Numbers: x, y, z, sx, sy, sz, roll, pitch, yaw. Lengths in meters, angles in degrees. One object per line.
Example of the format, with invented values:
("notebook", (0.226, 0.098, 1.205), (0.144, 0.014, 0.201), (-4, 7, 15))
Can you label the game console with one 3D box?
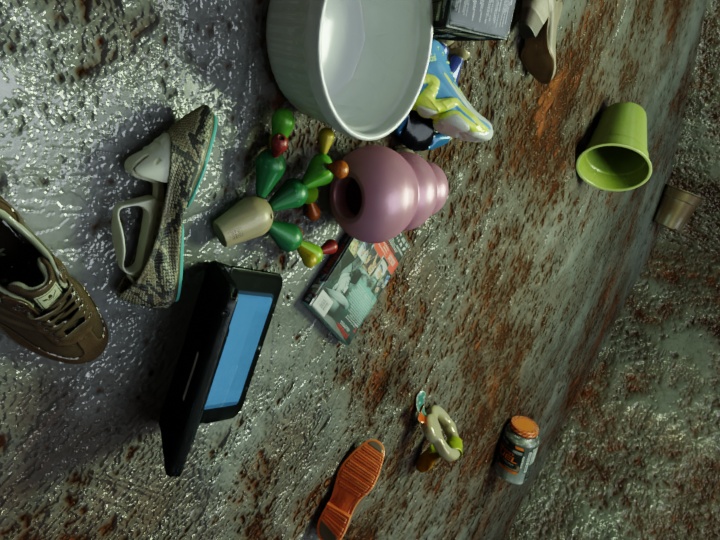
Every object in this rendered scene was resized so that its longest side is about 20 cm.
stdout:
("game console", (-0.146, 0.105, 0.609), (0.114, 0.175, 0.205), (17, 95, -27))

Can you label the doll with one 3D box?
("doll", (0.102, -0.241, 0.803), (0.134, 0.048, 0.205), (23, 92, -36))

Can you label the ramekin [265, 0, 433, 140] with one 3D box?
("ramekin", (-0.014, -0.257, 0.591), (0.198, 0.103, 0.206), (-30, 130, -42))

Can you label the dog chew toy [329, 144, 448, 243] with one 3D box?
("dog chew toy", (0.051, -0.108, 0.738), (0.197, 0.123, 0.128), (-13, 119, -44))

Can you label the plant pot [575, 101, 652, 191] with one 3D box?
("plant pot", (0.734, -0.366, 1.518), (0.201, 0.195, 0.194), (53, 53, -52))

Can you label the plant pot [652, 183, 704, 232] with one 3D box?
("plant pot", (1.658, -0.322, 2.798), (0.198, 0.198, 0.203), (-2, 118, -53))

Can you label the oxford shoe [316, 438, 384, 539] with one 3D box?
("oxford shoe", (-0.017, 0.413, 1.009), (0.203, 0.070, 0.073), (-57, 164, -8))

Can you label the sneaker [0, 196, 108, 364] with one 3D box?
("sneaker", (-0.264, 0.021, 0.427), (0.071, 0.074, 0.203), (-48, 141, -25))

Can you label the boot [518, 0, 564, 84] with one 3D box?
("boot", (0.357, -0.479, 1.012), (0.199, 0.069, 0.149), (36, 77, -56))

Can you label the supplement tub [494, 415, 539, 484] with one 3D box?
("supplement tub", (0.539, 0.613, 1.823), (0.121, 0.121, 0.206), (-14, 119, -49))

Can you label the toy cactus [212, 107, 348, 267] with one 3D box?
("toy cactus", (-0.089, -0.073, 0.617), (0.163, 0.102, 0.203), (-33, 142, -27))

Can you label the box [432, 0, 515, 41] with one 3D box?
("box", (0.127, -0.394, 0.643), (0.083, 0.164, 0.206), (3, 110, -17))

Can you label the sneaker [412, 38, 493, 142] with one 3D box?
("sneaker", (0.114, -0.256, 0.736), (0.195, 0.075, 0.108), (18, 92, -25))

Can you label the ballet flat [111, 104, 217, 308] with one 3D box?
("ballet flat", (-0.191, -0.061, 0.500), (0.074, 0.067, 0.206), (8, 105, -38))

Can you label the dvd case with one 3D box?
("dvd case", (0.000, 0.000, 0.828), (0.203, 0.022, 0.146), (-59, 145, -15))

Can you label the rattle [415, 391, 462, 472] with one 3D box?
("rattle", (0.138, 0.371, 1.218), (0.199, 0.140, 0.133), (36, 46, -40))
